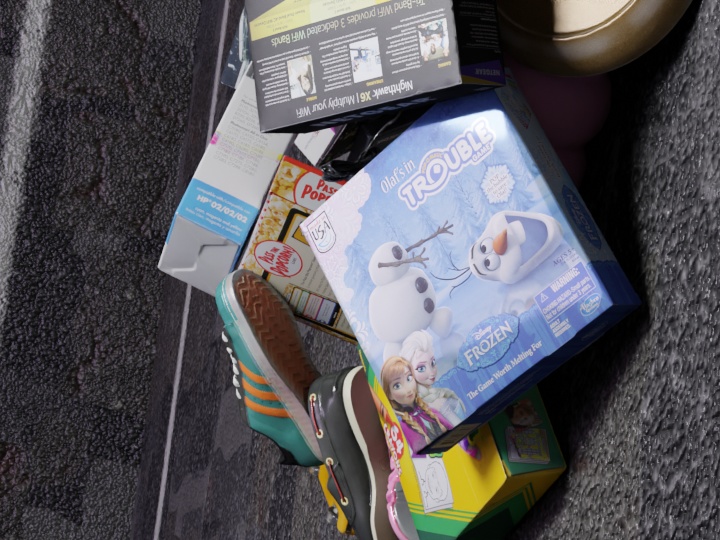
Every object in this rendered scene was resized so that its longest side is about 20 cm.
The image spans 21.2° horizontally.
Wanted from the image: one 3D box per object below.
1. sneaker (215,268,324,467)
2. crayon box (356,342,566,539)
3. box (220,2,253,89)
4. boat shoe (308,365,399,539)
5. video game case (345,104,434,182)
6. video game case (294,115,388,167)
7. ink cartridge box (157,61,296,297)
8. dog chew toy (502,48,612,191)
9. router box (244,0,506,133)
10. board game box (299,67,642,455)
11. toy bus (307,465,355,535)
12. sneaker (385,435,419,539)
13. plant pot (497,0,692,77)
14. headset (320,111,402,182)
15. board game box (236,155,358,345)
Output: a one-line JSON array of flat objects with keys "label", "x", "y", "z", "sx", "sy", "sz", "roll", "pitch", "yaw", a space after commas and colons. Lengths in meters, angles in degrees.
[{"label": "sneaker", "x": -0.084, "y": 0.093, "z": 1.677, "sx": 0.079, "sy": 0.201, "sz": 0.071, "roll": -17, "pitch": 23, "yaw": 30}, {"label": "crayon box", "x": 0.072, "y": 0.101, "z": 1.474, "sx": 0.173, "sy": 0.058, "sz": 0.201, "roll": 119, "pitch": 138, "yaw": -55}, {"label": "box", "x": -0.003, "y": -0.241, "z": 1.792, "sx": 0.197, "sy": 0.199, "sz": 0.124, "roll": 114, "pitch": 179, "yaw": -47}, {"label": "boat shoe", "x": 0.010, "y": 0.182, "z": 1.653, "sx": 0.063, "sy": 0.073, "sz": 0.203, "roll": -13, "pitch": 94, "yaw": 42}, {"label": "video game case", "x": 0.032, "y": -0.078, "z": 1.682, "sx": 0.019, "sy": 0.142, "sz": 0.201, "roll": 53, "pitch": 145, "yaw": 22}, {"label": "video game case", "x": 0.052, "y": -0.184, "z": 1.595, "sx": 0.036, "sy": 0.199, "sz": 0.182, "roll": 47, "pitch": 135, "yaw": 13}, {"label": "ink cartridge box", "x": -0.107, "y": -0.091, "z": 1.733, "sx": 0.115, "sy": 0.067, "sz": 0.201, "roll": 119, "pitch": 174, "yaw": -61}, {"label": "dog chew toy", "x": 0.128, "y": -0.125, "z": 1.411, "sx": 0.125, "sy": 0.124, "sz": 0.201, "roll": -100, "pitch": 32, "yaw": -54}, {"label": "router box", "x": 0.004, "y": -0.190, "z": 1.357, "sx": 0.199, "sy": 0.052, "sz": 0.159, "roll": -8, "pitch": 86, "yaw": 42}, {"label": "board game box", "x": 0.072, "y": -0.006, "z": 1.359, "sx": 0.200, "sy": 0.043, "sz": 0.200, "roll": -40, "pitch": 66, "yaw": 31}, {"label": "toy bus", "x": 0.001, "y": 0.180, "z": 1.790, "sx": 0.200, "sy": 0.078, "sz": 0.066, "roll": -120, "pitch": 43, "yaw": -69}, {"label": "sneaker", "x": 0.055, "y": 0.159, "z": 1.624, "sx": 0.096, "sy": 0.078, "sz": 0.201, "roll": 83, "pitch": -169, "yaw": -56}, {"label": "plant pot", "x": 0.148, "y": -0.235, "z": 1.319, "sx": 0.199, "sy": 0.027, "sz": 0.202, "roll": -2, "pitch": 87, "yaw": 36}, {"label": "headset", "x": 0.015, "y": -0.162, "z": 1.416, "sx": 0.123, "sy": 0.093, "sz": 0.202, "roll": 35, "pitch": 129, "yaw": 41}, {"label": "board game box", "x": 0.000, "y": 0.000, "z": 1.653, "sx": 0.152, "sy": 0.199, "sz": 0.047, "roll": 118, "pitch": 173, "yaw": -50}]
